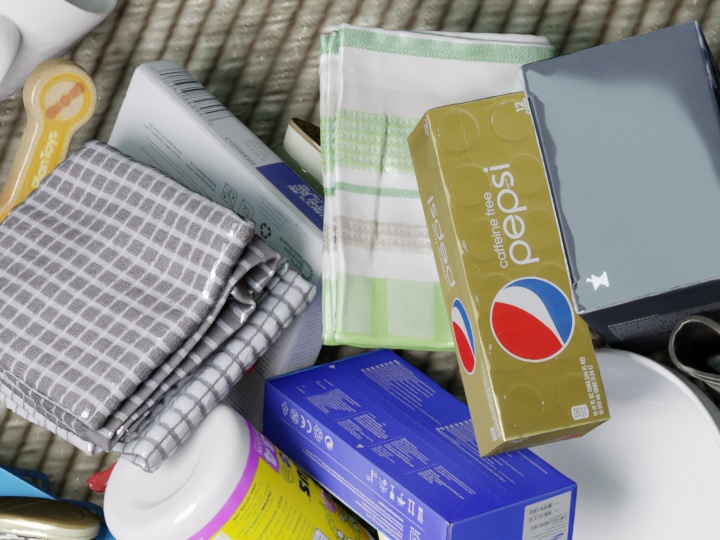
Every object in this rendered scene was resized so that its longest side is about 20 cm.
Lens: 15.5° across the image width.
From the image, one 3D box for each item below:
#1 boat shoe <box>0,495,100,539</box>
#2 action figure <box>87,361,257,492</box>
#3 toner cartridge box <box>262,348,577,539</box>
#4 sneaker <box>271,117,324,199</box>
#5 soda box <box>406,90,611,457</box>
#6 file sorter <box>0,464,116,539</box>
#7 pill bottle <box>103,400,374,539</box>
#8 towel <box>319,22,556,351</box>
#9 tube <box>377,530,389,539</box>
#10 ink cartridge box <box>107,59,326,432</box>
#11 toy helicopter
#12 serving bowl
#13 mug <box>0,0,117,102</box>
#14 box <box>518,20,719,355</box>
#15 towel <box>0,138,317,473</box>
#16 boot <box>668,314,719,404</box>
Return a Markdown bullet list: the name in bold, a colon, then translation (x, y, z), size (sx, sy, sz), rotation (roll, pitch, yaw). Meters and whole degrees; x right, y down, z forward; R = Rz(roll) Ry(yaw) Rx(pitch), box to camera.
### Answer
- **boat shoe**: translation (-0.250, 0.171, 1.612), size (0.200, 0.072, 0.066), rotation (2, 92, 20)
- **action figure**: translation (-0.136, 0.075, 1.654), size (0.200, 0.099, 0.065), rotation (-41, 72, 38)
- **toner cartridge box**: translation (0.032, 0.114, 1.590), size (0.200, 0.095, 0.043), rotation (35, 129, 48)
- **sneaker**: translation (0.000, 0.000, 1.683), size (0.200, 0.067, 0.090), rotation (46, 106, 19)
- **soda box**: translation (0.084, 0.002, 1.544), size (0.067, 0.064, 0.201), rotation (-11, 79, -12)
- **file sorter**: translation (-0.212, 0.204, 1.691), size (0.200, 0.123, 0.139), rotation (27, 92, 21)
- **pill bottle**: translation (-0.056, 0.172, 1.601), size (0.104, 0.200, 0.104), rotation (-28, 37, 24)
- **towel**: translation (0.049, -0.050, 1.593), size (0.149, 0.031, 0.201), rotation (2, 74, -8)
- **tube**: translation (0.049, 0.243, 1.604), size (0.052, 0.058, 0.201), rotation (9, 103, 49)
- **ink cartridge box**: translation (-0.101, 0.001, 1.695), size (0.196, 0.043, 0.200), rotation (43, 128, 27)
- **toy helicopter**: translation (-0.224, -0.041, 1.696), size (0.132, 0.079, 0.201), rotation (15, 99, -21)
- **serving bowl**: translation (0.157, 0.148, 1.589), size (0.200, 0.066, 0.201), rotation (-5, 83, 39)
- **mug**: translation (-0.269, -0.159, 1.734), size (0.175, 0.148, 0.200), rotation (-37, 37, 20)
- **box**: translation (0.174, -0.042, 1.549), size (0.107, 0.200, 0.149), rotation (-14, 78, 11)
- **towel**: translation (-0.151, 0.017, 1.585), size (0.200, 0.086, 0.166), rotation (25, 64, 43)
- **boot**: translation (0.280, 0.077, 1.534), size (0.199, 0.131, 0.068), rotation (15, 87, 17)
